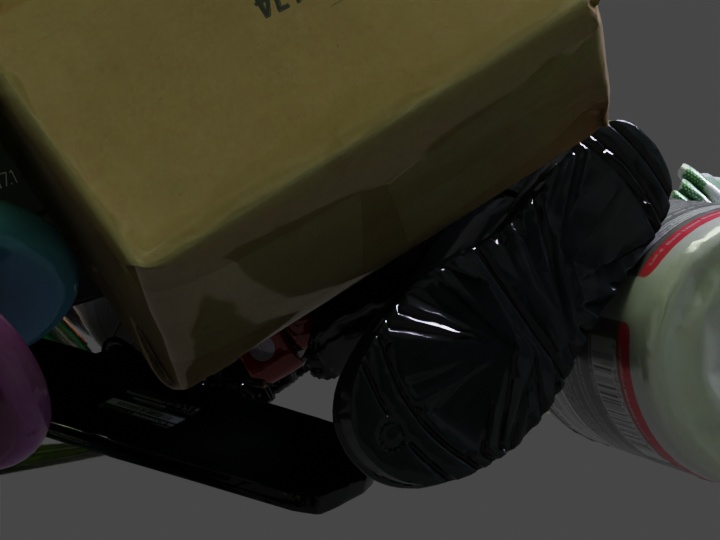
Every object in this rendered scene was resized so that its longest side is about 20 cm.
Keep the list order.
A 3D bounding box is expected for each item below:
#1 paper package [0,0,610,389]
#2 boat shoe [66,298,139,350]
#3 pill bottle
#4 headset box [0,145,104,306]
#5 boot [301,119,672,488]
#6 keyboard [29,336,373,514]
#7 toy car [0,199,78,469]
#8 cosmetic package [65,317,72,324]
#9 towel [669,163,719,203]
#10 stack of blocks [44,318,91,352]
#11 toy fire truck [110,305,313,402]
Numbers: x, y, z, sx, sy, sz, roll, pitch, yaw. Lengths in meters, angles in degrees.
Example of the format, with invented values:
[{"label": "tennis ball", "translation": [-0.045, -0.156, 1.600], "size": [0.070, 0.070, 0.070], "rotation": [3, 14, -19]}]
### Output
[{"label": "paper package", "translation": [-0.040, -0.090, 0.870], "size": [0.199, 0.191, 0.104], "rotation": [-32, -25, -11]}, {"label": "boat shoe", "translation": [-0.141, -0.012, 1.216], "size": [0.202, 0.075, 0.065], "rotation": [39, -3, -16]}, {"label": "pill bottle", "translation": [0.131, 0.025, 0.988], "size": [0.110, 0.112, 0.200], "rotation": [-3, 5, -17]}, {"label": "headset box", "translation": [-0.117, -0.064, 1.042], "size": [0.173, 0.093, 0.200], "rotation": [-16, 23, 19]}, {"label": "boot", "translation": [0.027, 0.018, 0.944], "size": [0.198, 0.073, 0.162], "rotation": [-48, 16, -28]}, {"label": "keyboard", "translation": [-0.082, 0.070, 0.956], "size": [0.199, 0.040, 0.104], "rotation": [15, 22, 26]}, {"label": "toy car", "translation": [-0.183, 0.026, 0.835], "size": [0.150, 0.176, 0.200], "rotation": [37, 51, 10]}, {"label": "cosmetic package", "translation": [-0.167, -0.020, 1.427], "size": [0.199, 0.088, 0.103], "rotation": [-15, 9, 36]}, {"label": "towel", "translation": [0.243, 0.007, 1.090], "size": [0.199, 0.031, 0.149], "rotation": [29, 12, 18]}, {"label": "stack of blocks", "translation": [-0.207, 0.012, 1.197], "size": [0.059, 0.115, 0.200], "rotation": [-45, 11, -6]}, {"label": "toy fire truck", "translation": [0.000, 0.000, 1.103], "size": [0.199, 0.129, 0.176], "rotation": [-30, 0, 10]}]
